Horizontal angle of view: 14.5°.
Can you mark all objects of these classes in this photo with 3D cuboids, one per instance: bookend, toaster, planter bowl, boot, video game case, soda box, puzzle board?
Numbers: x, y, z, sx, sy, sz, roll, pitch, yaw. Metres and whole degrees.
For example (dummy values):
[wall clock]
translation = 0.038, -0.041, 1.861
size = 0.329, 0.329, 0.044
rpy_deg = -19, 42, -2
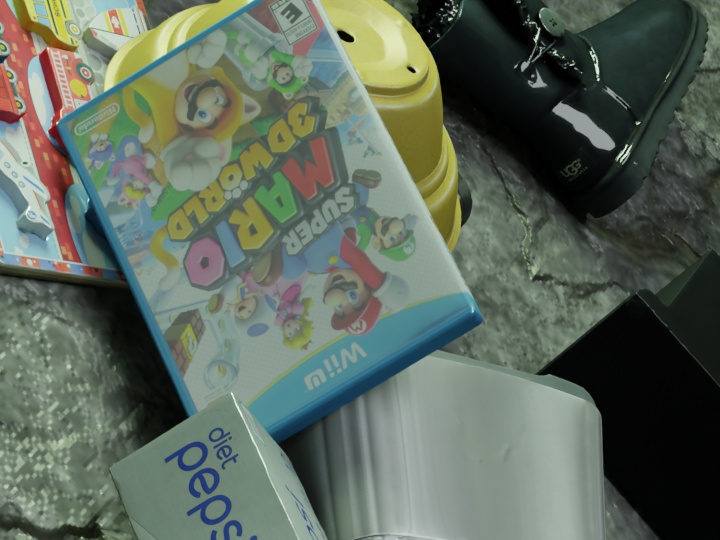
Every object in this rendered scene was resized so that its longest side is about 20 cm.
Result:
[bookend]
translation = 0.224, 0.072, 1.610
size = 0.200, 0.092, 0.199
rpy_deg = 47, 34, -2
[toaster]
translation = 0.029, 0.114, 1.344
size = 0.199, 0.114, 0.130
rpy_deg = 16, 50, -30
[planter bowl]
translation = -0.022, -0.090, 1.426
size = 0.199, 0.084, 0.201
rpy_deg = 20, 35, -15
[boot]
translation = 0.119, -0.148, 1.703
size = 0.168, 0.076, 0.201
rpy_deg = 43, 42, -16
[video game case]
translation = -0.046, -0.024, 1.331
size = 0.201, 0.143, 0.018
rpy_deg = 63, 8, 25
[soda box]
translation = -0.038, 0.151, 1.202
size = 0.064, 0.068, 0.201
rpy_deg = 54, 7, -47
[puzzle board]
translation = -0.144, -0.080, 1.414
size = 0.150, 0.017, 0.201
rpy_deg = 8, 53, -43

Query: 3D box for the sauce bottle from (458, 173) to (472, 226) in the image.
[sauce bottle]
translation = 0.000, 0.000, 1.459
size = 0.066, 0.066, 0.200
rpy_deg = 49, 33, -2
